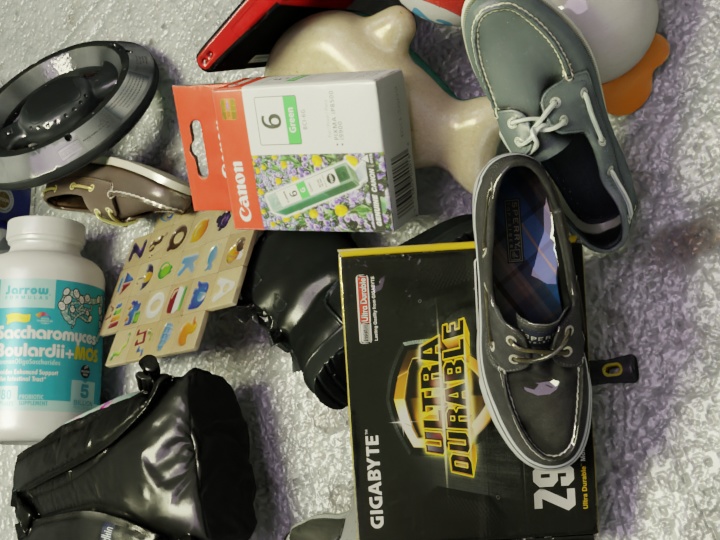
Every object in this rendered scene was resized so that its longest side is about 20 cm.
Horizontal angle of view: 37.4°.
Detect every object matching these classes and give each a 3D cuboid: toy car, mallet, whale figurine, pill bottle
[{"bbox_3d":[0.128,-0.188,0.736,0.177,0.184,0.200,-31,96,-1],"label":"toy car"},{"bbox_3d":[0.097,0.091,0.760,0.200,0.041,0.066,-2,77,27],"label":"mallet"},{"bbox_3d":[0.025,-0.126,0.816,0.200,0.104,0.159,20,117,20],"label":"whale figurine"},{"bbox_3d":[-0.288,0.055,0.957,0.111,0.111,0.200,-8,76,30],"label":"pill bottle"}]

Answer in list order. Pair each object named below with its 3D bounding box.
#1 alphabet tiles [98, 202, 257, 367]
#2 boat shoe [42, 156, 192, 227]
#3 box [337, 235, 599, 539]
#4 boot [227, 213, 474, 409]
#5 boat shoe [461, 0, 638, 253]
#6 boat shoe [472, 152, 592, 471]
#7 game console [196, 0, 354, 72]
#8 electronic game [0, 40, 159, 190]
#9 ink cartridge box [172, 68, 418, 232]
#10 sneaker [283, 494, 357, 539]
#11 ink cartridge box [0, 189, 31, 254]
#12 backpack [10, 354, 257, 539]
[{"bbox_3d":[-0.153,-0.001,0.898,0.200,0.006,0.167,-14,53,45],"label":"alphabet tiles"},{"bbox_3d":[-0.221,-0.070,0.960,0.200,0.072,0.060,16,83,41],"label":"boat shoe"},{"bbox_3d":[0.070,0.080,0.705,0.160,0.049,0.200,-3,92,0],"label":"box"},{"bbox_3d":[0.001,0.000,0.809,0.198,0.073,0.162,-40,40,-2],"label":"boot"},{"bbox_3d":[0.127,-0.094,0.686,0.073,0.200,0.062,-22,31,21],"label":"boat shoe"},{"bbox_3d":[0.106,0.026,0.645,0.070,0.066,0.200,-4,90,2],"label":"boat shoe"},{"bbox_3d":[-0.034,-0.221,0.817,0.177,0.200,0.031,-39,91,18],"label":"game console"},{"bbox_3d":[-0.280,-0.148,0.992,0.200,0.042,0.200,-15,42,15],"label":"electronic game"},{"bbox_3d":[-0.061,-0.086,0.784,0.200,0.050,0.109,2,110,27],"label":"ink cartridge box"},{"bbox_3d":[-0.030,0.255,0.789,0.115,0.075,0.200,36,95,41],"label":"sneaker"},{"bbox_3d":[-0.373,-0.004,0.970,0.041,0.200,0.200,0,81,30],"label":"ink cartridge box"},{"bbox_3d":[-0.184,0.179,0.859,0.200,0.127,0.167,-23,59,26],"label":"backpack"}]
